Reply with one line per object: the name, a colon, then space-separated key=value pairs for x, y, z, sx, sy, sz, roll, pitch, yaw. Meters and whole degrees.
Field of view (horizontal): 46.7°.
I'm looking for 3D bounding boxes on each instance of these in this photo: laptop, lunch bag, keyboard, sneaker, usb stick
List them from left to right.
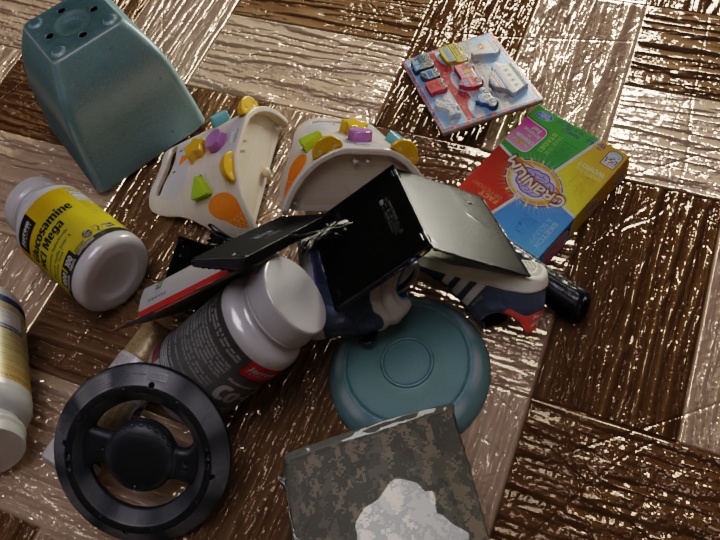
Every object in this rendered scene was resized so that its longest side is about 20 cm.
keyboard: x=-0.160 y=0.008 z=1.098 sx=0.196 sy=0.040 sz=0.106 roll=18 pitch=85 yaw=19
keyboard: x=-0.086 y=-0.033 z=0.926 sx=0.124 sy=0.021 sz=0.200 roll=-2 pitch=17 yaw=26
sneaker: x=0.000 y=0.000 z=1.027 sx=0.143 sy=0.082 sz=0.202 roll=-11 pitch=40 yaw=2
lunch bag: x=0.021 y=0.251 z=0.851 sx=0.195 sy=0.119 sz=0.167 roll=-12 pitch=57 yaw=-4
laptop: x=0.063 y=-0.027 z=0.979 sx=0.198 sy=0.116 sz=0.189 roll=-34 pitch=33 yaw=10
sneaker: x=0.136 y=0.023 z=1.010 sx=0.074 sy=0.087 sz=0.198 roll=-21 pitch=27 yaw=-36
usb stick: x=0.194 y=-0.004 z=1.021 sx=0.199 sy=0.056 sz=0.033 roll=37 pitch=69 yaw=28

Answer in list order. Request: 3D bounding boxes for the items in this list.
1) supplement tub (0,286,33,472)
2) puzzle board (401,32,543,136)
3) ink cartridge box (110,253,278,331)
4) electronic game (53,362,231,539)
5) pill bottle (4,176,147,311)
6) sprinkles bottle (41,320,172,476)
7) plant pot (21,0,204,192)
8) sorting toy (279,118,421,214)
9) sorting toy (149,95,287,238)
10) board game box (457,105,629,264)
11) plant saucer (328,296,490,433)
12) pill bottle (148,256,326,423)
supplement tub: x=-0.470 y=0.131 z=0.998 sx=0.141 sy=0.146 sz=0.203 roll=-19 pitch=56 yaw=-3
puzzle board: x=0.156 y=-0.277 z=1.204 sx=0.147 sy=0.018 sz=0.202 roll=-19 pitch=45 yaw=-2
ink cartridge box: x=-0.193 y=0.009 z=0.982 sx=0.158 sy=0.200 sz=0.051 roll=-26 pitch=87 yaw=11
electronic game: x=-0.238 y=0.201 z=0.912 sx=0.194 sy=0.042 sz=0.206 roll=0 pitch=100 yaw=1
pill bottle: x=-0.385 y=-0.042 z=1.113 sx=0.198 sy=0.113 sz=0.113 roll=33 pitch=68 yaw=27
sprinkles bottle: x=-0.291 y=0.156 z=0.996 sx=0.067 sy=0.069 sz=0.202 roll=22 pitch=64 yaw=22
plant pot: x=-0.377 y=-0.283 z=1.212 sx=0.195 sy=0.202 sz=0.196 roll=-36 pitch=56 yaw=-14
sorting toy: x=-0.015 y=-0.157 z=1.112 sx=0.195 sy=0.109 sz=0.181 roll=0 pitch=31 yaw=-14
sorting toy: x=-0.216 y=-0.146 z=1.177 sx=0.176 sy=0.107 sz=0.204 roll=-9 pitch=54 yaw=28
board game box: x=0.232 y=-0.109 z=1.091 sx=0.152 sy=0.041 sz=0.200 roll=35 pitch=69 yaw=27
plant saucer: x=0.056 y=0.113 z=0.988 sx=0.195 sy=0.028 sz=0.204 roll=-5 pitch=57 yaw=8
pill bottle: x=-0.138 y=0.081 z=0.939 sx=0.199 sy=0.113 sz=0.116 roll=-37 pitch=51 yaw=27
